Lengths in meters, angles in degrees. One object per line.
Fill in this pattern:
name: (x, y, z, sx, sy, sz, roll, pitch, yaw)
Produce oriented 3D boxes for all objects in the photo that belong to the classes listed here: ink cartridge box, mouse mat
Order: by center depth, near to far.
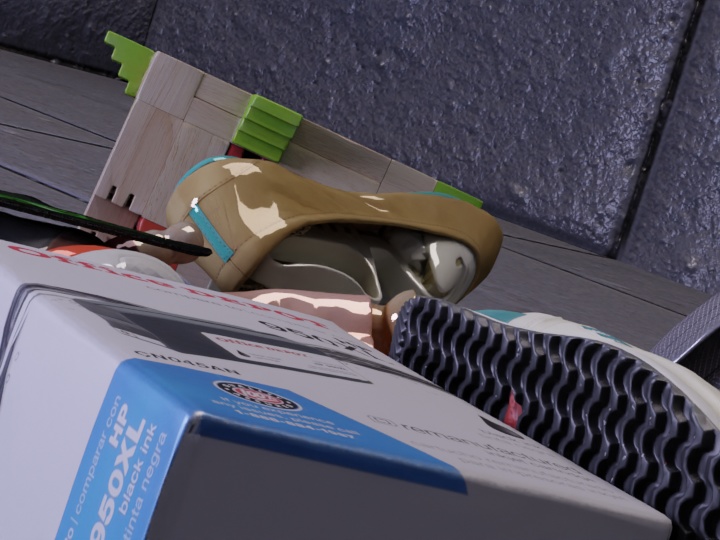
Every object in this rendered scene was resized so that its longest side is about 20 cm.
ink cartridge box: (-0.035, 0.062, 0.585, 0.144, 0.085, 0.200, 15, 6, -30)
mouse mat: (-0.162, -0.035, 0.753, 0.160, 0.008, 0.200, 15, 1, -34)

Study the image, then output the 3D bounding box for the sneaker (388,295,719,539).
sneaker: (0.087, 0.052, 0.620, 0.093, 0.071, 0.200, 5, 9, -28)

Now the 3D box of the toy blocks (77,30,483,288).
toy blocks: (-0.060, -0.014, 1.039, 0.199, 0.137, 0.100, 24, 1, -8)

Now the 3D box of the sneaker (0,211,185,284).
sneaker: (-0.154, 0.010, 0.674, 0.199, 0.077, 0.082, 9, 18, -38)

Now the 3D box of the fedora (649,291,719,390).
fedora: (0.189, 0.079, 0.908, 0.176, 0.200, 0.090, -22, 59, -14)

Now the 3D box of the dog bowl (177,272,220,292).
dog bowl: (0.005, 0.054, 0.922, 0.199, 0.059, 0.200, 18, 6, -2)

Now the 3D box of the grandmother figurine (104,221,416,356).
grandmother figurine: (-0.080, 0.033, 0.769, 0.199, 0.061, 0.122, 7, 37, -8)

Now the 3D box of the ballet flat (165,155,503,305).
ballet flat: (0.000, 0.000, 0.908, 0.199, 0.069, 0.063, 9, 38, -45)
